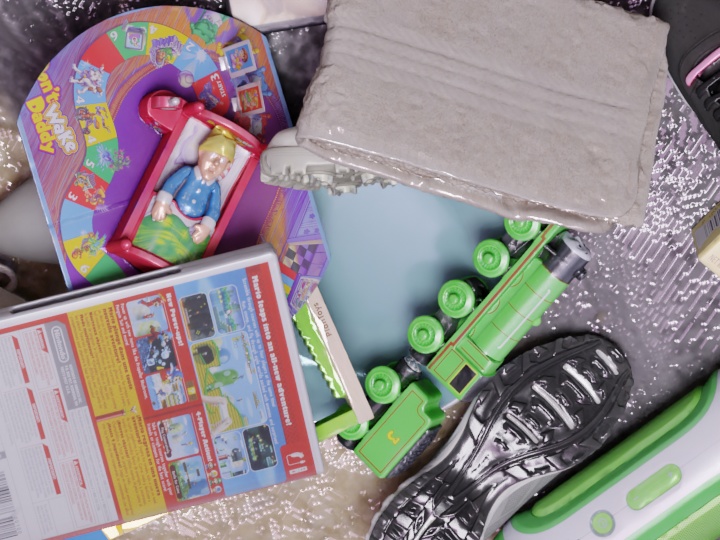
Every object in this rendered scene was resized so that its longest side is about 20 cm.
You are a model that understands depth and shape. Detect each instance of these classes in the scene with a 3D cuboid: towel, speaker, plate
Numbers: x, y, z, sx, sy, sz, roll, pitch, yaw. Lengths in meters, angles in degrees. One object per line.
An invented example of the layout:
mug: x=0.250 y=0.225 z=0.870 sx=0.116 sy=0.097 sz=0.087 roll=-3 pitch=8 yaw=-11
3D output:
towel: x=0.070 y=-0.101 z=1.417 sx=0.199 sy=0.034 sz=0.133 roll=17 pitch=68 yaw=-11
speaker: x=0.176 y=0.137 z=1.557 sx=0.200 sy=0.089 sz=0.088 roll=-37 pitch=107 yaw=14
plate: x=0.000 y=0.000 z=1.540 sx=0.199 sy=0.026 sz=0.201 roll=1 pitch=112 yaw=1

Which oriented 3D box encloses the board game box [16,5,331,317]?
board game box: x=-0.096 y=-0.048 z=1.439 sx=0.158 sy=0.039 sz=0.201 roll=-18 pitch=94 yaw=-24

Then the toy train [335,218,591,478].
toy train: x=0.060 y=0.040 z=1.513 sx=0.056 sy=0.042 sz=0.200 roll=45 pitch=108 yaw=13

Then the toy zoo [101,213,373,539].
toy zoo: x=-0.108 y=0.066 z=1.489 sx=0.199 sy=0.020 sz=0.132 roll=-25 pitch=95 yaw=-7

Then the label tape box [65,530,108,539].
label tape box: x=-0.243 y=0.131 z=1.562 sx=0.199 sy=0.063 sz=0.145 roll=17 pitch=123 yaw=-5

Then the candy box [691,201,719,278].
candy box: x=0.301 y=-0.046 z=1.501 sx=0.115 sy=0.055 sz=0.200 roll=41 pitch=108 yaw=-13

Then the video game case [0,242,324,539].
video game case: x=-0.130 y=0.073 z=1.439 sx=0.199 sy=0.017 sz=0.143 roll=-14 pitch=116 yaw=-4

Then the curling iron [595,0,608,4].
curling iron: x=0.086 y=-0.200 z=1.439 sx=0.050 sy=0.026 sz=0.200 roll=-37 pitch=108 yaw=12

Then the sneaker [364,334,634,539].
sneaker: x=0.080 y=0.113 z=1.566 sx=0.200 sy=0.079 sz=0.074 roll=-43 pitch=88 yaw=0

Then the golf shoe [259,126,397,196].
golf shoe: x=0.028 y=-0.098 z=1.457 sx=0.199 sy=0.078 sz=0.098 roll=-13 pitch=89 yaw=-26

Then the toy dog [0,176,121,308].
toy dog: x=-0.193 y=-0.014 z=1.498 sx=0.200 sy=0.096 sz=0.132 roll=-38 pitch=106 yaw=14

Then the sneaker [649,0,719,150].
sneaker: x=0.217 y=-0.083 z=1.430 sx=0.071 sy=0.099 sz=0.200 roll=-39 pitch=76 yaw=20

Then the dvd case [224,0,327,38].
dvd case: x=0.013 y=-0.213 z=1.459 sx=0.199 sy=0.018 sz=0.143 roll=-9 pitch=111 yaw=4
